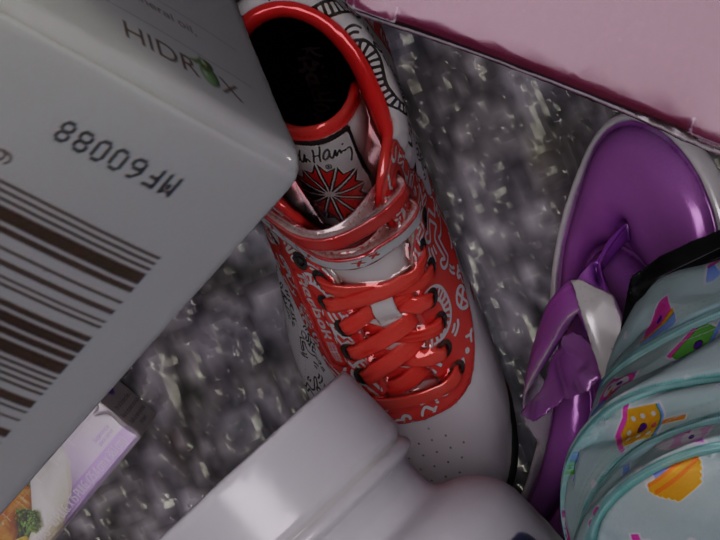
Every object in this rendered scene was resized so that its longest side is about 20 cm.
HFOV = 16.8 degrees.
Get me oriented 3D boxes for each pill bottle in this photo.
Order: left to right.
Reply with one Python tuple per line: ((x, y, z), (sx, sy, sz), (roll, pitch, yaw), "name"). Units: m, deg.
((0.030, 0.135, 0.760), (0.120, 0.120, 0.200), (-43, 87, 8), "pill bottle")

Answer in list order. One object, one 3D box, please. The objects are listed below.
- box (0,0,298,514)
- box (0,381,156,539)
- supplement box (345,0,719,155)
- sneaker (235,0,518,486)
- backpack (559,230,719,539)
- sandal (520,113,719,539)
((-0.164, -0.048, 0.706), (0.200, 0.172, 0.199), (28, 115, -33), "box")
((-0.149, 0.114, 0.845), (0.039, 0.041, 0.200), (40, 100, -2), "box")
((0.067, -0.099, 0.719), (0.110, 0.200, 0.086), (21, 99, 1), "supplement box")
((-0.001, 0.000, 0.785), (0.067, 0.108, 0.202), (-16, 97, 6), "sneaker")
((0.156, 0.056, 0.675), (0.199, 0.127, 0.167), (-2, 119, 20), "backpack")
((0.078, 0.050, 0.785), (0.082, 0.050, 0.203), (26, 117, 41), "sandal")
